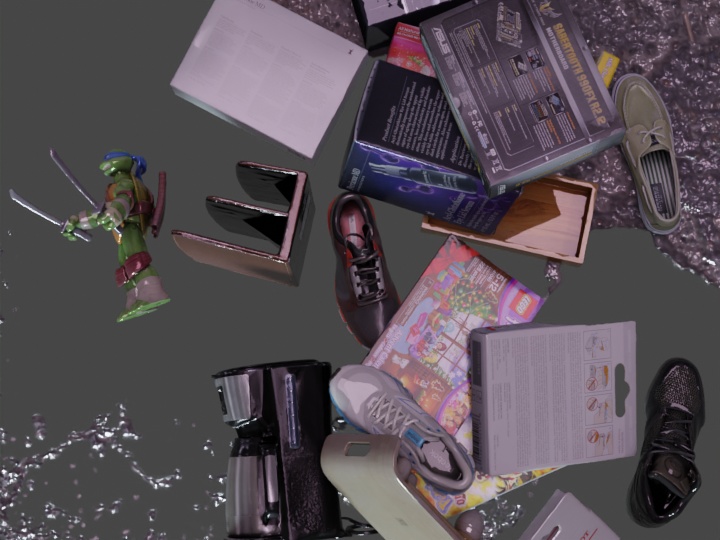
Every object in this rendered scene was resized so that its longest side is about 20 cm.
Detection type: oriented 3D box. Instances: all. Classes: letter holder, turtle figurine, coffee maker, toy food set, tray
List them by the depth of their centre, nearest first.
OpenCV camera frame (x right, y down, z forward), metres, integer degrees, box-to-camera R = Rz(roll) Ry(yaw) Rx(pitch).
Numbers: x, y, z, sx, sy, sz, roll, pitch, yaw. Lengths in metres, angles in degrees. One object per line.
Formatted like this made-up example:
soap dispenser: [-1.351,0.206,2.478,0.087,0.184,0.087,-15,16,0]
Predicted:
toy food set: [0.059,0.249,1.394,0.200,0.143,0.061,49,61,-21]
letter holder: [-0.133,-0.057,1.465,0.140,0.200,0.102,12,82,2]
coffee maker: [-0.072,0.207,1.478,0.190,0.134,0.203,2,81,-35]
turtle figurine: [-0.307,-0.037,1.495,0.143,0.199,0.196,-21,86,31]
tray: [0.179,-0.075,1.551,0.197,0.037,0.100,13,82,1]

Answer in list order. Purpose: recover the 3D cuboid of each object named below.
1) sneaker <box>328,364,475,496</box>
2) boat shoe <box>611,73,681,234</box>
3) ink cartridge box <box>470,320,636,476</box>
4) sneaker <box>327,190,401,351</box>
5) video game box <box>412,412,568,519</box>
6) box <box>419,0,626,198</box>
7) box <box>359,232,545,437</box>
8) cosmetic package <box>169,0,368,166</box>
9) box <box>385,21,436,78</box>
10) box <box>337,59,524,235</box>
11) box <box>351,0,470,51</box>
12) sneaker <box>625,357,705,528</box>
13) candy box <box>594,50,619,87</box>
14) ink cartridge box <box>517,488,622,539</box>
sneaker: [0.051,0.171,1.405,0.199,0.087,0.075,37,85,2]
boat shoe: [0.353,-0.146,1.547,0.071,0.062,0.203,-14,81,-2]
ink cartridge box: [0.221,0.140,1.466,0.197,0.050,0.165,-4,95,-24]
sneaker: [0.000,0.000,1.517,0.076,0.082,0.203,-17,82,-2]
video game box: [0.124,0.171,1.512,0.180,0.047,0.202,-24,83,-1]
box: [0.170,-0.200,1.366,0.157,0.048,0.202,-23,77,-1]
box: [0.102,0.078,1.483,0.136,0.039,0.201,34,83,3]
cosmetic package: [-0.110,-0.242,1.566,0.198,0.052,0.152,28,85,4]
box: [0.123,-0.214,1.540,0.197,0.096,0.101,16,81,2]
box: [0.085,-0.136,1.455,0.197,0.148,0.106,16,71,-2]
box: [0.073,-0.392,1.561,0.197,0.104,0.184,-18,84,-2]
sneaker: [0.362,0.197,1.476,0.075,0.114,0.202,18,80,1]
candy box: [0.246,-0.177,1.482,0.026,0.200,0.103,27,83,0]
ink cartridge box: [0.235,0.329,1.429,0.116,0.068,0.200,-50,120,-7]
